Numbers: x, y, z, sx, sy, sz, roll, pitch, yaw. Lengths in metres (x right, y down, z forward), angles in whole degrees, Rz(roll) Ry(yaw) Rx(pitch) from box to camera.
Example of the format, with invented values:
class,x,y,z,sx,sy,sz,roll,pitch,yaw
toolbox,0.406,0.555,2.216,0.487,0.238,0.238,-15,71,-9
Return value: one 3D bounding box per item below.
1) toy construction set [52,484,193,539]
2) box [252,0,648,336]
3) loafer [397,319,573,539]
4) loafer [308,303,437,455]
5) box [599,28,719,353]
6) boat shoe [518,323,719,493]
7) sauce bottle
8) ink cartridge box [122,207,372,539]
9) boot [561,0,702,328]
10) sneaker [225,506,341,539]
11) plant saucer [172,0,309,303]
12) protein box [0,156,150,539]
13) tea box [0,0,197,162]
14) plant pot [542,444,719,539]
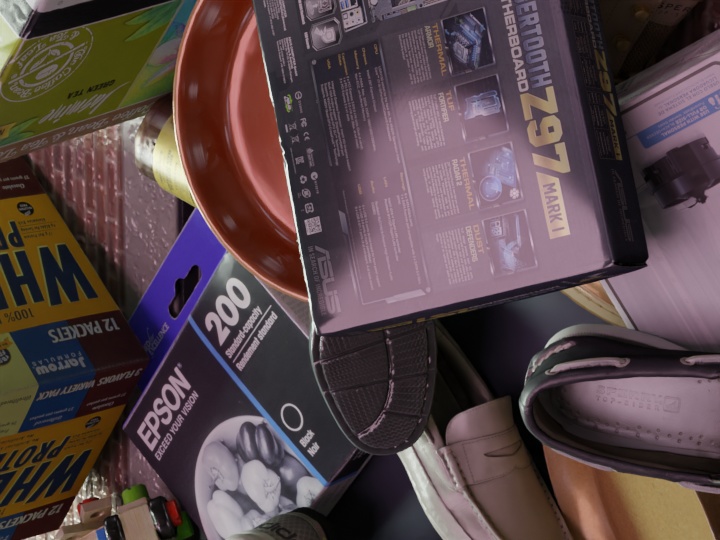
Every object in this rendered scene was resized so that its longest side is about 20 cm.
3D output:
class,x,y,z,sx,sy,sz,roll,pitch,yaw
toy construction set,-0.132,0.222,1.393,0.200,0.092,0.131,53,173,23
box,0.037,-0.082,0.963,0.157,0.051,0.202,-15,84,28
loafer,0.062,0.101,1.177,0.200,0.070,0.070,51,132,18
loafer,0.000,0.000,1.142,0.071,0.063,0.202,-12,106,6
box,0.182,-0.004,0.986,0.116,0.060,0.201,-26,101,28
boat shoe,0.171,0.072,0.952,0.198,0.060,0.076,3,110,18
sauce bottle,-0.046,-0.045,1.227,0.199,0.065,0.065,28,124,30
ink cartridge box,-0.080,0.071,1.318,0.200,0.043,0.199,50,133,18
boot,0.129,-0.083,1.047,0.201,0.073,0.156,56,133,14
sneaker,-0.049,0.225,1.286,0.074,0.087,0.201,32,134,30
plant saucer,-0.002,-0.082,1.037,0.199,0.032,0.202,3,98,26
protein box,-0.275,0.059,1.406,0.200,0.134,0.199,54,134,25
tea box,-0.164,-0.183,1.183,0.134,0.199,0.197,52,134,14
plant pot,0.153,0.131,1.086,0.201,0.027,0.201,59,161,33
